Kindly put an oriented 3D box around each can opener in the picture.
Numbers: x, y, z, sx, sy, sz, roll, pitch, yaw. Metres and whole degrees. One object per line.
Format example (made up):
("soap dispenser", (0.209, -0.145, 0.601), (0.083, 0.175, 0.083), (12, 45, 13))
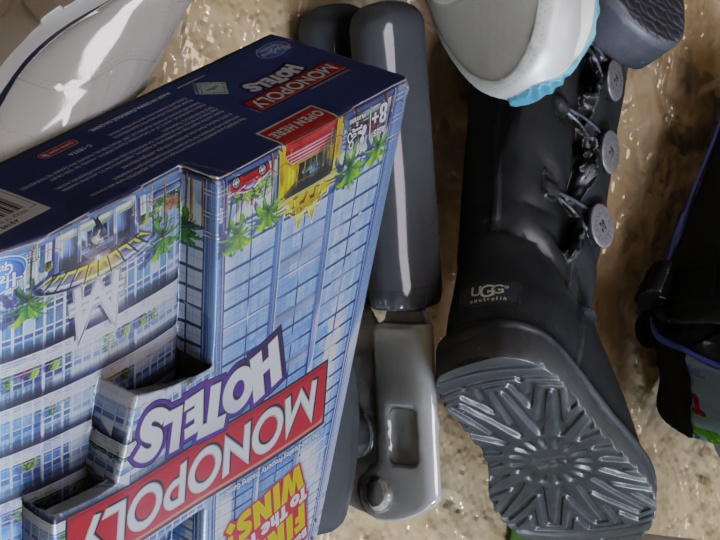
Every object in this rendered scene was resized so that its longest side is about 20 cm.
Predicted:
("can opener", (0.000, 0.000, 0.959), (0.066, 0.053, 0.200), (-5, 96, -50))

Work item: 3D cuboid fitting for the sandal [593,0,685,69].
("sandal", (0.099, -0.156, 1.044), (0.076, 0.043, 0.200), (41, 37, -22))

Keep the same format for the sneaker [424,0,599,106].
("sneaker", (0.025, -0.154, 0.945), (0.081, 0.076, 0.200), (-8, 76, -47))

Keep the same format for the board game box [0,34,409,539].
("board game box", (-0.069, 0.050, 0.828), (0.200, 0.062, 0.200), (-32, 133, -47))

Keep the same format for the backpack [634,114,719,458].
("backpack", (0.245, 0.014, 1.137), (0.183, 0.200, 0.147), (-64, 155, -26))

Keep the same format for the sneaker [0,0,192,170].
("sneaker", (-0.105, -0.059, 0.827), (0.200, 0.076, 0.081), (-50, 137, -27))

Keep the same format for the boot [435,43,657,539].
("boot", (0.081, -0.009, 1.033), (0.165, 0.066, 0.200), (63, 26, -52))

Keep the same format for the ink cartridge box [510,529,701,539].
("ink cartridge box", (0.154, 0.184, 1.040), (0.084, 0.200, 0.145), (15, 81, -50))
